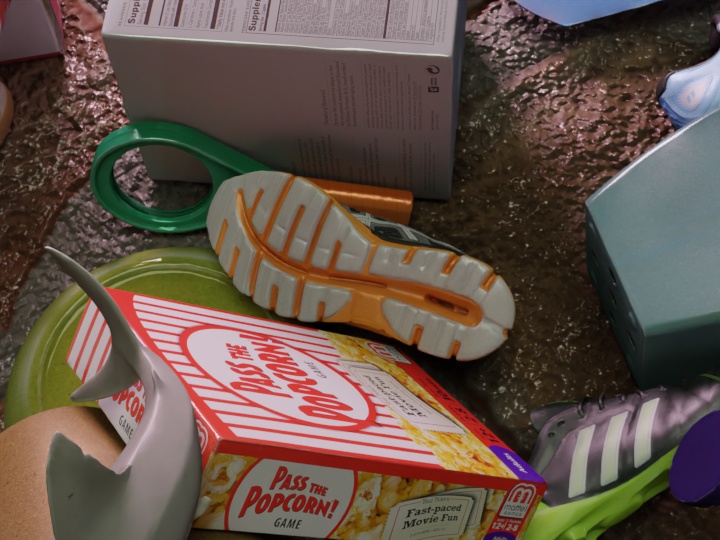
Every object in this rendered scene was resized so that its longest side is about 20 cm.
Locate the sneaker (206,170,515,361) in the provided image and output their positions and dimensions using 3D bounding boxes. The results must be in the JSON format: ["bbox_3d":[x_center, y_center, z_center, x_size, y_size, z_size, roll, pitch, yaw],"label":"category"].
[{"bbox_3d":[0.000,0.000,0.783,0.199,0.077,0.079,25,98,14],"label":"sneaker"}]

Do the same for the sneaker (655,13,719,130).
[{"bbox_3d":[0.272,-0.153,0.852,0.200,0.078,0.090,-38,63,-17],"label":"sneaker"}]

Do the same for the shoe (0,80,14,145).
[{"bbox_3d":[-0.308,-0.065,0.844,0.070,0.053,0.200,41,71,21],"label":"shoe"}]

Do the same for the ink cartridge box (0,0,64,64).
[{"bbox_3d":[-0.291,-0.242,0.922,0.146,0.083,0.201,-10,62,-2],"label":"ink cartridge box"}]

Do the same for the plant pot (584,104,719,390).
[{"bbox_3d":[0.236,-0.015,0.749,0.199,0.141,0.142,-20,62,1],"label":"plant pot"}]

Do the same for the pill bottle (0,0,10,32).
[{"bbox_3d":[-0.253,-0.235,0.807,0.112,0.112,0.201,6,66,6],"label":"pill bottle"}]

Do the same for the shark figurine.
[{"bbox_3d":[-0.099,0.076,0.505,0.128,0.090,0.215,-8,44,20],"label":"shark figurine"}]

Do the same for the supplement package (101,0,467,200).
[{"bbox_3d":[-0.036,-0.151,0.821,0.199,0.152,0.151,4,61,5],"label":"supplement package"}]

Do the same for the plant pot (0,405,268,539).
[{"bbox_3d":[-0.113,0.161,0.609,0.186,0.187,0.200,-27,47,-12],"label":"plant pot"}]

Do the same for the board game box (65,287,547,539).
[{"bbox_3d":[-0.027,0.076,0.659,0.151,0.200,0.046,40,111,49],"label":"board game box"}]

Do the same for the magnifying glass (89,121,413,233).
[{"bbox_3d":[-0.067,-0.049,0.820,0.199,0.080,0.022,6,46,-7],"label":"magnifying glass"}]

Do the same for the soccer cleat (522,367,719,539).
[{"bbox_3d":[0.143,0.092,0.717,0.200,0.068,0.081,-35,59,1],"label":"soccer cleat"}]

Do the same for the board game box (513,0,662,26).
[{"bbox_3d":[0.177,-0.241,0.927,0.199,0.039,0.159,-16,67,0],"label":"board game box"}]

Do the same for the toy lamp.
[{"bbox_3d":[0.252,0.137,0.668,0.200,0.058,0.058,29,63,-16],"label":"toy lamp"}]

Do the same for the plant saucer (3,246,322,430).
[{"bbox_3d":[-0.115,0.067,0.777,0.199,0.031,0.201,-1,61,2],"label":"plant saucer"}]
